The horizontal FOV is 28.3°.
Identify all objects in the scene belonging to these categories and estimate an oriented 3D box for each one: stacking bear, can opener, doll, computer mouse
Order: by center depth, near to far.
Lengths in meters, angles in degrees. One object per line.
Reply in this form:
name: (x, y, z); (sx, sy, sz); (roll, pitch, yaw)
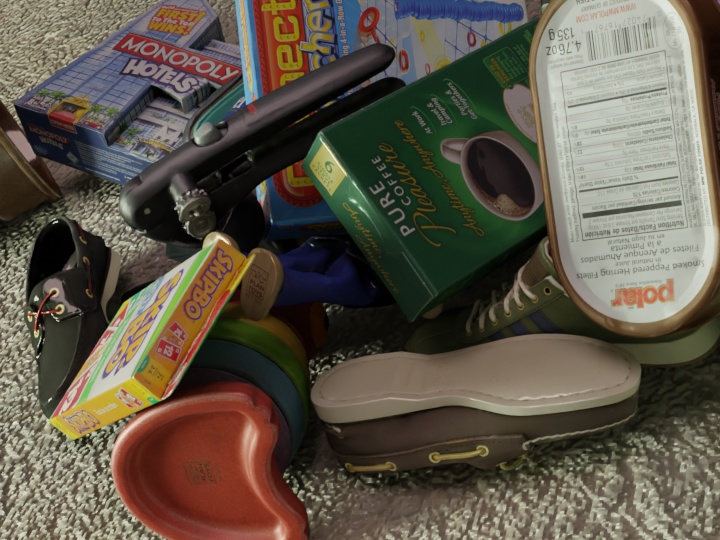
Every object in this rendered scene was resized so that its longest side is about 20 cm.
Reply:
can opener: (-0.062, -0.081, 0.878); (0.198, 0.064, 0.079); (-31, 52, 0)
stacking bear: (-0.075, 0.068, 0.898); (0.112, 0.123, 0.201); (-5, 31, 15)
doll: (0.000, 0.000, 0.906); (0.198, 0.049, 0.135); (-6, 20, -45)
computer mouse: (-0.119, 0.000, 0.983); (0.058, 0.200, 0.035); (-1, 68, -29)

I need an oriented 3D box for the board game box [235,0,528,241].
board game box: (0.019, -0.132, 0.970); (0.193, 0.203, 0.056); (-6, -9, -12)

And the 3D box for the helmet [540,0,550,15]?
helmet: (0.214, -0.181, 0.968); (0.188, 0.202, 0.201); (11, 49, 30)

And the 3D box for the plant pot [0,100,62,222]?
plant pot: (-0.389, -0.087, 1.195); (0.197, 0.201, 0.200); (-36, 38, -4)

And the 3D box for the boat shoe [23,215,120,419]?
boat shoe: (-0.215, 0.036, 1.030); (0.073, 0.063, 0.203); (-39, 32, 20)

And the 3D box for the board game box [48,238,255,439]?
board game box: (-0.126, 0.043, 0.843); (0.199, 0.030, 0.096); (-22, 34, 59)

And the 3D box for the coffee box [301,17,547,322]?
coffee box: (0.073, -0.067, 0.885); (0.199, 0.124, 0.044); (-32, -9, -32)

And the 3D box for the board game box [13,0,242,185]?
board game box: (-0.153, -0.158, 1.215); (0.198, 0.062, 0.201); (19, 54, 27)

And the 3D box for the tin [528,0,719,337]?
tin: (0.147, -0.064, 0.767); (0.111, 0.203, 0.042); (-6, 2, 43)

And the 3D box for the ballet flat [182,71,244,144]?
ballet flat: (-0.063, -0.146, 1.129); (0.200, 0.074, 0.073); (-42, 40, -18)

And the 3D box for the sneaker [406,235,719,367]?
sneaker: (0.113, 0.015, 0.863); (0.197, 0.091, 0.068); (-8, 40, 22)

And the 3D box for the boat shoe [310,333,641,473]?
boat shoe: (0.069, 0.083, 0.833); (0.197, 0.060, 0.072); (-7, 27, 20)

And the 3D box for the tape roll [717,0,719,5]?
tape roll: (0.281, -0.154, 0.785); (0.197, 0.066, 0.203); (-7, 55, 10)

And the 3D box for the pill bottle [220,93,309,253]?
pill bottle: (-0.030, -0.108, 1.045); (0.201, 0.112, 0.111); (-50, 42, -13)
